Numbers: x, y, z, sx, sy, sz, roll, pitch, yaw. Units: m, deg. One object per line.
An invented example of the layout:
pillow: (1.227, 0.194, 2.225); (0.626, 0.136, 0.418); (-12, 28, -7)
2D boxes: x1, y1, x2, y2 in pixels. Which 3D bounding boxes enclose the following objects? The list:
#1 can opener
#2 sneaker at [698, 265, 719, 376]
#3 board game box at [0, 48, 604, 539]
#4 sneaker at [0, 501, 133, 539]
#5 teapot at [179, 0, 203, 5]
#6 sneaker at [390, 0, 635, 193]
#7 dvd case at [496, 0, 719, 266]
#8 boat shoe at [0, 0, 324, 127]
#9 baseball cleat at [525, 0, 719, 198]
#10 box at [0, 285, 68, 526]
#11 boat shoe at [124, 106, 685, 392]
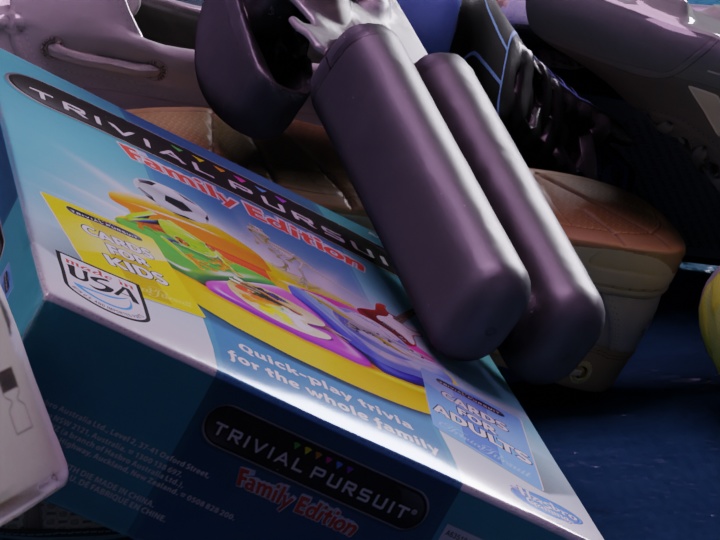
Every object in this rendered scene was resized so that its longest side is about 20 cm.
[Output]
can opener: (0.003, -0.033, 0.822); (0.053, 0.067, 0.200); (18, 31, -35)
sneaker: (0.137, 0.030, 0.809); (0.076, 0.076, 0.200); (-5, 14, -18)
board game box: (-0.034, 0.019, 0.743); (0.151, 0.047, 0.200); (26, 14, -20)
sneaker: (-0.105, 0.043, 0.742); (0.199, 0.087, 0.077); (-7, 15, -34)
teapot: (-0.096, -0.128, 1.311); (0.197, 0.146, 0.200); (-32, 38, -4)
sneaker: (0.051, -0.047, 0.973); (0.078, 0.070, 0.200); (10, -18, 12)
dvd case: (0.124, -0.045, 1.018); (0.199, 0.143, 0.018); (7, 60, 28)
boat shoe: (-0.088, -0.074, 0.921); (0.199, 0.066, 0.072); (18, 20, -13)
baseball cleat: (0.132, -0.023, 0.913); (0.199, 0.107, 0.070); (23, 12, -2)
box: (-0.185, 0.026, 0.614); (0.199, 0.128, 0.109); (-19, 4, 29)
boat shoe: (0.000, 0.000, 0.894); (0.199, 0.069, 0.074); (11, 22, -13)
